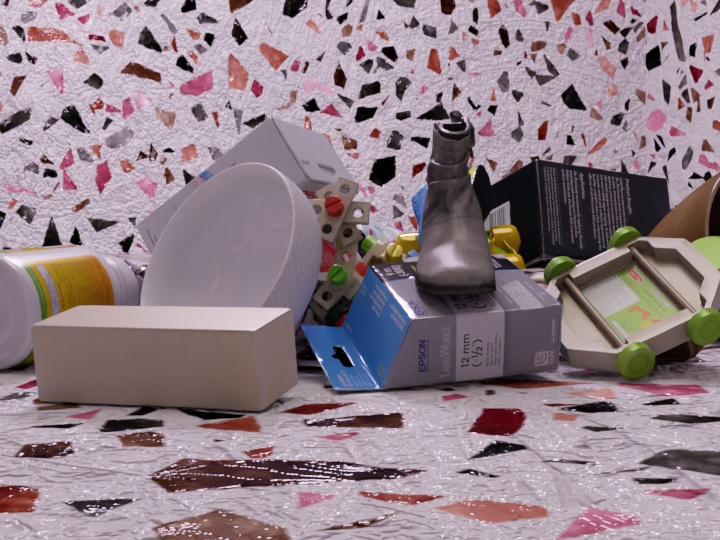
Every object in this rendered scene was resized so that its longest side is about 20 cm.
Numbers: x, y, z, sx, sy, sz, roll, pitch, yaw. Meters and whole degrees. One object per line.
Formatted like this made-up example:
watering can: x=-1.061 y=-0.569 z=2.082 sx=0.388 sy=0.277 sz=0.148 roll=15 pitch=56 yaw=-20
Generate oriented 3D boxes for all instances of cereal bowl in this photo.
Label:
cereal bowl: x=-0.109 y=0.006 z=1.146 sx=0.198 sy=0.202 sz=0.083 roll=3 pitch=-22 yaw=44

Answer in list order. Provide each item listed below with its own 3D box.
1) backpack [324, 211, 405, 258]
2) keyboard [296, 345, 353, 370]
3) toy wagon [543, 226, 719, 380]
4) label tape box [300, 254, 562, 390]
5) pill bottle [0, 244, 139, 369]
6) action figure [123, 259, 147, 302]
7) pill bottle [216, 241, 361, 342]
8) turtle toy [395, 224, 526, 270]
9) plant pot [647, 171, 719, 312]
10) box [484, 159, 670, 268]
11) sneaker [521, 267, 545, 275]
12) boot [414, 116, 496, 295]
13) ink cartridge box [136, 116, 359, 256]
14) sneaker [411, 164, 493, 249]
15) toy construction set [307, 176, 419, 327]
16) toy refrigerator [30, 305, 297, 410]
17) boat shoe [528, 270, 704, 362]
backpack: x=-0.027 y=-0.009 z=1.485 sx=0.125 sy=0.169 sz=0.199 roll=2 pitch=7 yaw=-41
keyboard: x=0.036 y=0.069 z=1.140 sx=0.197 sy=0.040 sz=0.104 roll=1 pitch=5 yaw=20
toy wagon: x=0.259 y=0.019 z=1.096 sx=0.198 sy=0.040 sz=0.156 roll=-24 pitch=36 yaw=-5
label tape box: x=0.057 y=0.042 z=1.080 sx=0.197 sy=0.067 sz=0.143 roll=-3 pitch=19 yaw=-14
pill bottle: x=-0.311 y=0.032 z=1.248 sx=0.110 sy=0.113 sz=0.200 roll=1 pitch=4 yaw=24
action figure: x=-0.199 y=0.027 z=1.436 sx=0.198 sy=0.070 sz=0.130 roll=-4 pitch=36 yaw=-45
pill bottle: x=-0.084 y=0.022 z=1.310 sx=0.111 sy=0.114 sz=0.199 roll=1 pitch=4 yaw=30
turtle toy: x=0.111 y=0.007 z=1.394 sx=0.144 sy=0.102 sz=0.201 roll=-4 pitch=25 yaw=5
plant pot: x=0.388 y=-0.007 z=1.342 sx=0.184 sy=0.189 sz=0.200 roll=-3 pitch=-11 yaw=-23
box: x=0.242 y=-0.038 z=1.506 sx=0.194 sy=0.126 sz=0.200 roll=7 pitch=-17 yaw=-26
sneaker: x=0.210 y=0.038 z=1.268 sx=0.197 sy=0.076 sz=0.080 roll=-15 pitch=31 yaw=10
boot: x=0.078 y=-0.061 z=1.077 sx=0.067 sy=0.133 sz=0.200 roll=-1 pitch=18 yaw=-1
ink cartridge box: x=-0.118 y=-0.068 z=1.341 sx=0.199 sy=0.085 sz=0.144 roll=-35 pitch=-14 yaw=17
sneaker: x=0.086 y=-0.056 z=1.347 sx=0.077 sy=0.067 sz=0.200 roll=-10 pitch=22 yaw=23
toy construction set: x=0.000 y=0.000 z=1.217 sx=0.092 sy=0.131 sz=0.200 roll=37 pitch=-7 yaw=32
toy refrigerator: x=-0.156 y=0.070 z=0.989 sx=0.197 sy=0.071 sz=0.076 roll=0 pitch=11 yaw=19
boat shoe: x=0.225 y=0.056 z=1.160 sx=0.198 sy=0.073 sz=0.068 roll=13 pitch=45 yaw=39
